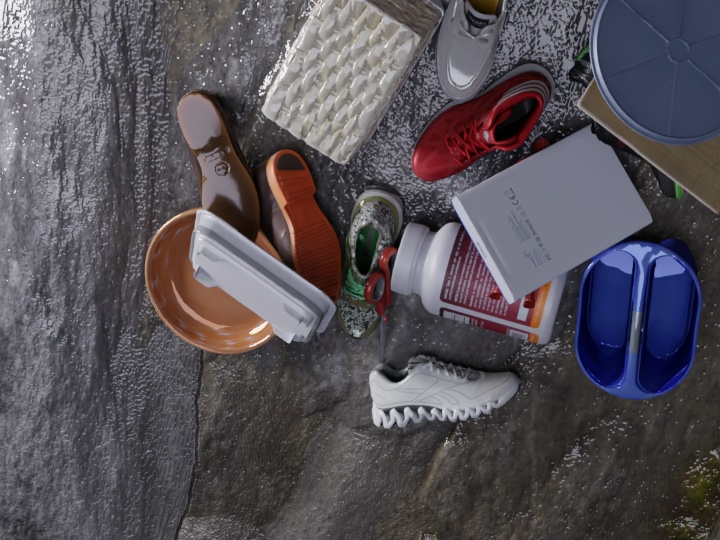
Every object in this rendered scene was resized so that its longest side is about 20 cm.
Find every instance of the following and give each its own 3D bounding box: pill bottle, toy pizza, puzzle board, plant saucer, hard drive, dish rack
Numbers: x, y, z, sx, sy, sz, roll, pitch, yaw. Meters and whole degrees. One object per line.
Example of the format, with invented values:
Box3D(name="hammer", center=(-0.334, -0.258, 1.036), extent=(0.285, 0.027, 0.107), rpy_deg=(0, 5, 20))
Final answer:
Box3D(name="pill bottle", center=(0.142, 0.009, 1.701), extent=(0.198, 0.113, 0.114), rpy_deg=(16, 116, 8))
Box3D(name="toy pizza", center=(0.336, -0.234, 1.541), extent=(0.198, 0.032, 0.203), rpy_deg=(1, 86, -13))
Box3D(name="puzzle board", center=(0.350, -0.181, 1.564), extent=(0.199, 0.017, 0.151), rpy_deg=(36, 77, -9))
Box3D(name="plant saucer", center=(-0.177, 0.009, 1.829), extent=(0.198, 0.038, 0.202), rpy_deg=(5, 114, 12))
Box3D(name="hard drive", center=(0.216, -0.066, 1.608), extent=(0.199, 0.025, 0.133), rpy_deg=(-28, 85, -19))
Box3D(name="dish rack", center=(-0.127, 0.017, 1.712), extent=(0.199, 0.044, 0.172), rpy_deg=(34, 161, 1))

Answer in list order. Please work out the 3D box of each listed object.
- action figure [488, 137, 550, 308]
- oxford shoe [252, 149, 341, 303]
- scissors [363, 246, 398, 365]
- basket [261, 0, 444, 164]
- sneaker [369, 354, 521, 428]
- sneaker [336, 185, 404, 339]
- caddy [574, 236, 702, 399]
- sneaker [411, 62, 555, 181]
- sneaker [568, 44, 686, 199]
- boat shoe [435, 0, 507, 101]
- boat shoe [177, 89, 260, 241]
Box3D(name="action figure", center=(0.191, -0.059, 1.639), extent=(0.065, 0.052, 0.202), rpy_deg=(13, 75, 3))
Box3D(name="oxford shoe", center=(-0.079, -0.044, 1.754), extent=(0.073, 0.071, 0.202), rpy_deg=(-17, 89, 49))
Box3D(name="scissors", center=(0.033, 0.046, 1.774), extent=(0.014, 0.074, 0.201), rpy_deg=(21, 152, 20))
Box3D(name="basket", center=(-0.012, -0.240, 1.627), extent=(0.135, 0.124, 0.201), rpy_deg=(32, 116, -2))
Box3D(name="sneaker", center=(0.102, 0.146, 1.799), extent=(0.198, 0.075, 0.082), rpy_deg=(-9, 102, 18))
Box3D(name="sneaker", center=(0.000, 0.000, 1.748), extent=(0.076, 0.089, 0.202), rpy_deg=(12, 116, 9))
Box3D(name="caddy", center=(0.325, 0.052, 1.674), extent=(0.140, 0.105, 0.202), rpy_deg=(7, 115, 13))
Box3D(name="sneaker", center=(0.129, -0.158, 1.629), extent=(0.200, 0.116, 0.078), rpy_deg=(-39, 98, 24))
Box3D(name="sneaker", center=(0.305, -0.166, 1.610), extent=(0.083, 0.077, 0.201), rpy_deg=(-32, 92, 30))
Box3D(name="boat shoe", center=(0.129, -0.282, 1.590), extent=(0.070, 0.070, 0.202), rpy_deg=(18, 110, 0))
Box3D(name="boat shoe", center=(-0.169, -0.124, 1.743), extent=(0.070, 0.070, 0.202), rpy_deg=(-15, 100, 0))
